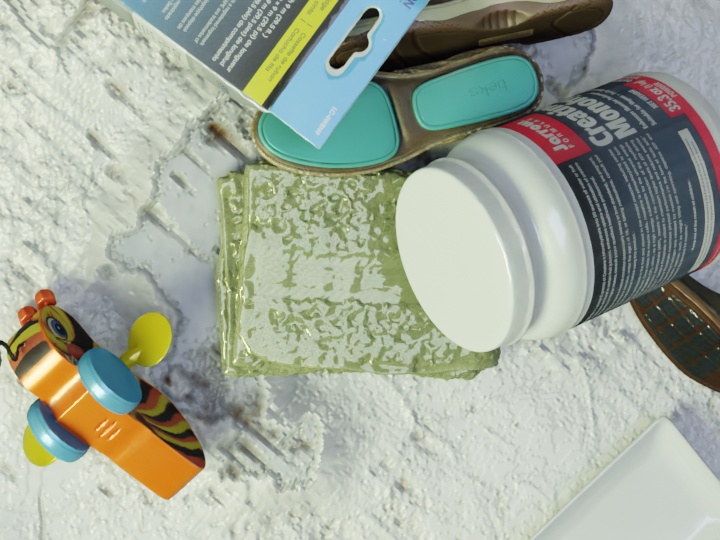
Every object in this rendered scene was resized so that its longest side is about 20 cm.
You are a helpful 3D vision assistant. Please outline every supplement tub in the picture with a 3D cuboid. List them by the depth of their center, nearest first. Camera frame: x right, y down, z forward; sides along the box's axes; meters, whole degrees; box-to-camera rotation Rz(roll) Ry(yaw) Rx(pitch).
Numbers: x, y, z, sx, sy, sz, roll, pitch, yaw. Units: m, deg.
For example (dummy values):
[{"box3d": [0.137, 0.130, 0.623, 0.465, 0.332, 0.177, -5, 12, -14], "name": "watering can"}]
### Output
[{"box3d": [0.138, -0.039, 1.289, 0.199, 0.140, 0.141, -22, 99, -29], "name": "supplement tub"}]

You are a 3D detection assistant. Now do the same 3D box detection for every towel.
[{"box3d": [0.000, 0.000, 1.342, 0.199, 0.036, 0.149, 1, 93, -12], "name": "towel"}]

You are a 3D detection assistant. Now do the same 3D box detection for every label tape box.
[{"box3d": [-0.066, -0.189, 1.276, 0.200, 0.066, 0.144, 36, 85, 0], "name": "label tape box"}]

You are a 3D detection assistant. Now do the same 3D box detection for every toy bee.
[{"box3d": [-0.181, 0.061, 1.281, 0.130, 0.109, 0.200, -25, 130, 4], "name": "toy bee"}]

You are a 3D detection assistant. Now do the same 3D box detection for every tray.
[{"box3d": [0.173, 0.205, 1.402, 0.200, 0.022, 0.108, -42, 102, -6], "name": "tray"}]

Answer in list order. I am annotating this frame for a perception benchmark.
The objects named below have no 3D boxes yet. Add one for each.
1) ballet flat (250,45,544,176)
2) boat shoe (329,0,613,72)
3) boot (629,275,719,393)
[{"box3d": [0.024, -0.103, 1.323, 0.199, 0.065, 0.071, -9, 91, -7], "name": "ballet flat"}, {"box3d": [0.065, -0.186, 1.332, 0.201, 0.075, 0.075, -10, 73, -10], "name": "boat shoe"}, {"box3d": [0.280, 0.040, 1.402, 0.200, 0.075, 0.097, 42, 59, -2], "name": "boot"}]
